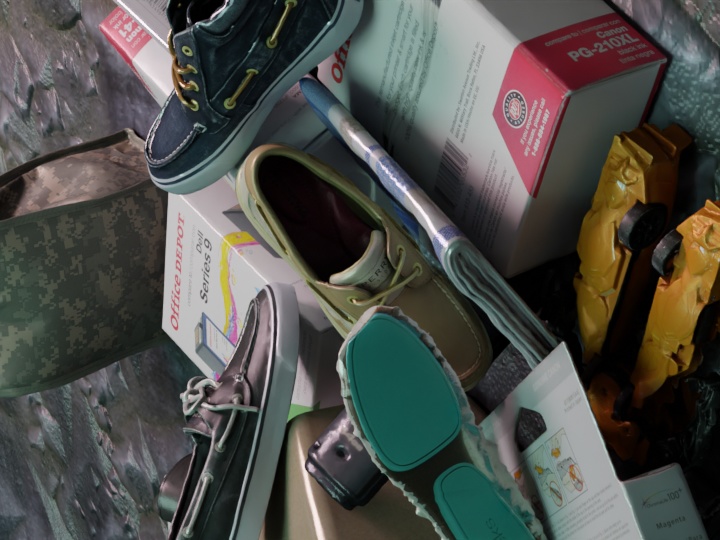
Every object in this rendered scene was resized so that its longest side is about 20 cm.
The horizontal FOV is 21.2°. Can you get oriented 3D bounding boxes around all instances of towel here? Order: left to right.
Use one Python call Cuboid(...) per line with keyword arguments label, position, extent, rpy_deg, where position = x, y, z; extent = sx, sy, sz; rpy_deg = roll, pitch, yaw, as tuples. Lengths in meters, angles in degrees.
Cuboid(label="towel", position=(0.041, -0.026, 1.150), extent=(0.147, 0.024, 0.200), rpy_deg=(46, -177, -45))

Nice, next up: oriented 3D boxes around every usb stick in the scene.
Cuboid(label="usb stick", position=(0.044, 0.063, 1.217), extent=(0.055, 0.200, 0.033), rpy_deg=(42, 180, 24))

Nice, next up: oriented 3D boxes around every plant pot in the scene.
Cuboid(label="plant pot", position=(0.020, 0.192, 1.315), extent=(0.178, 0.198, 0.200), rpy_deg=(68, 150, 23))

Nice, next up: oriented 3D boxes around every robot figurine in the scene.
Cuboid(label="robot figurine", position=(0.169, 0.025, 1.106), extent=(0.145, 0.058, 0.201), rpy_deg=(44, 139, 35))

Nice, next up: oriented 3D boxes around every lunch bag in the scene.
Cuboid(label="lunch bag", position=(-0.246, -0.003, 1.584), extent=(0.117, 0.199, 0.165), rpy_deg=(31, 133, 44))

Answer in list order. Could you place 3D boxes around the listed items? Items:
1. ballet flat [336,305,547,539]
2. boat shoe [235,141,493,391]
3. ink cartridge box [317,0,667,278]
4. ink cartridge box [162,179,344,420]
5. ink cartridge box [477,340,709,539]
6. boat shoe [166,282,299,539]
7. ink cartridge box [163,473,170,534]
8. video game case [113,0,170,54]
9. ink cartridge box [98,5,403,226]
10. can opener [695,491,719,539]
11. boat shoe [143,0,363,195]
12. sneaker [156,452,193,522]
Cuboid(label="ballet flat", position=(0.044, 0.110, 1.157), extent=(0.072, 0.072, 0.201), rpy_deg=(-12, 110, 58))
Cuboid(label="boat shoe", position=(0.000, 0.000, 1.170), extent=(0.200, 0.074, 0.066), rpy_deg=(41, 176, 1))
Cuboid(label="ink cartridge box", position=(0.071, -0.120, 1.147), extent=(0.200, 0.084, 0.146), rpy_deg=(48, 142, 30))
Cuboid(label="ink cartridge box", position=(-0.061, 0.032, 1.430), extent=(0.200, 0.087, 0.146), rpy_deg=(45, 141, 37))
Cuboid(label="ink cartridge box", position=(0.137, 0.147, 1.138), extent=(0.200, 0.043, 0.175), rpy_deg=(123, 131, -66))
Cuboid(label="boat shoe", position=(-0.089, 0.100, 1.289), extent=(0.074, 0.067, 0.201), rpy_deg=(161, 122, -73))
Cuboid(label="ink cartridge box", position=(-0.050, 0.209, 1.486), extent=(0.200, 0.115, 0.068), rpy_deg=(32, 133, 43))
Cuboid(label="video game case", position=(-0.104, -0.247, 1.285), extent=(0.182, 0.023, 0.200), rpy_deg=(-50, 57, 5))
Cuboid(label="ink cartridge box", position=(-0.072, -0.103, 1.318), extent=(0.200, 0.085, 0.148), rpy_deg=(48, 176, 33))
Cuboid(label="can opener", position=(0.196, 0.194, 1.155), extent=(0.079, 0.063, 0.200), rpy_deg=(56, 145, 19))
Cuboid(label="boat shoe", position=(-0.093, -0.127, 1.168), extent=(0.200, 0.090, 0.071), rpy_deg=(-44, 48, 32))
Cuboid(label="sneaker", position=(-0.077, 0.156, 1.454), extent=(0.103, 0.200, 0.060), rpy_deg=(14, 130, 28))
